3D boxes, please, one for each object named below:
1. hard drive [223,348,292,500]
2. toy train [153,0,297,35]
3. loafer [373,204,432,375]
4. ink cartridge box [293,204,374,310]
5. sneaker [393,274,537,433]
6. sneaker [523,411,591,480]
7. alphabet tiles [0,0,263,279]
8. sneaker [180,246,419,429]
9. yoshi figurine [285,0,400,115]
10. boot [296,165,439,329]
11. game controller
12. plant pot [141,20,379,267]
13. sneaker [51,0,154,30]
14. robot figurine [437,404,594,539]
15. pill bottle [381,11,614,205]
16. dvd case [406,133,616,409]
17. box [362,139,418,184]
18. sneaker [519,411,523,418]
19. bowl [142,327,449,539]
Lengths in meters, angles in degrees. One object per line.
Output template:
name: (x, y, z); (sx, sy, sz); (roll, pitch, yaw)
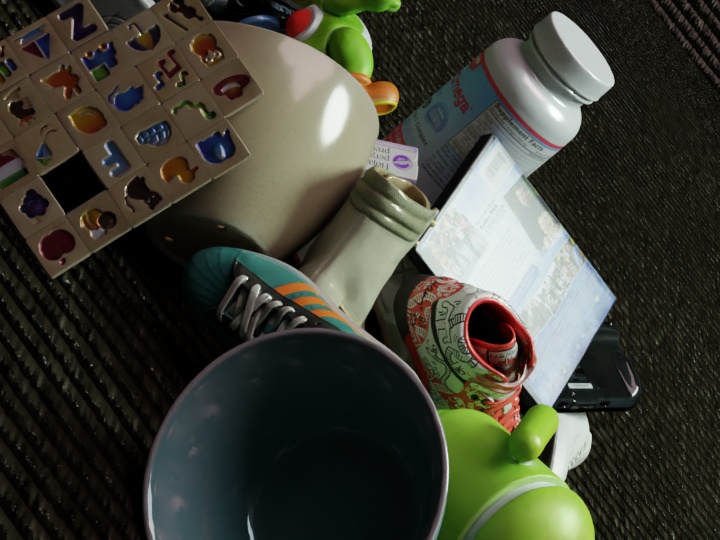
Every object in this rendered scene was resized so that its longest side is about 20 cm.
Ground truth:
hard drive: (-0.031, 0.153, 1.311); (0.135, 0.042, 0.200); (17, 38, -52)
toy train: (-0.096, -0.209, 1.646); (0.200, 0.114, 0.087); (16, 52, -53)
loafer: (0.038, 0.033, 1.520); (0.072, 0.063, 0.201); (-11, 90, -21)
ink cartridge box: (0.019, -0.039, 1.640); (0.200, 0.083, 0.147); (20, 37, -50)
sneaker: (0.100, 0.098, 1.446); (0.108, 0.067, 0.202); (9, -53, 58)
sneaker: (0.176, 0.160, 1.632); (0.085, 0.073, 0.200); (43, 30, -19)
alphabet tiles: (-0.177, -0.113, 1.290); (0.167, 0.200, 0.008); (55, -14, 10)
sneaker: (-0.045, 0.046, 1.276); (0.200, 0.071, 0.080); (33, 6, 11)
yoshi figurine: (-0.009, -0.216, 1.576); (0.112, 0.112, 0.201); (32, 41, -67)
boot: (0.000, 0.000, 1.417); (0.072, 0.155, 0.200); (35, 2, 13)
game controller: (0.174, 0.079, 1.630); (0.200, 0.042, 0.105); (4, 60, -45)
plant pot: (-0.098, -0.074, 1.383); (0.200, 0.200, 0.135); (35, 56, -32)
sneaker: (-0.219, -0.247, 1.529); (0.200, 0.073, 0.112); (43, 25, -15)
robot figurine: (0.092, 0.181, 1.360); (0.115, 0.176, 0.200); (3, 26, -39)
pill bottle: (0.119, -0.130, 1.595); (0.109, 0.200, 0.109); (40, 25, -23)
dvd case: (0.129, 0.005, 1.539); (0.200, 0.018, 0.143); (51, 55, -23)
box: (-0.052, -0.096, 1.522); (0.199, 0.041, 0.039); (12, 48, -9)
sneaker: (0.102, 0.067, 1.644); (0.115, 0.076, 0.201); (48, 25, -10)
bowl: (-0.027, 0.147, 1.174); (0.201, 0.200, 0.105); (63, 7, 28)
